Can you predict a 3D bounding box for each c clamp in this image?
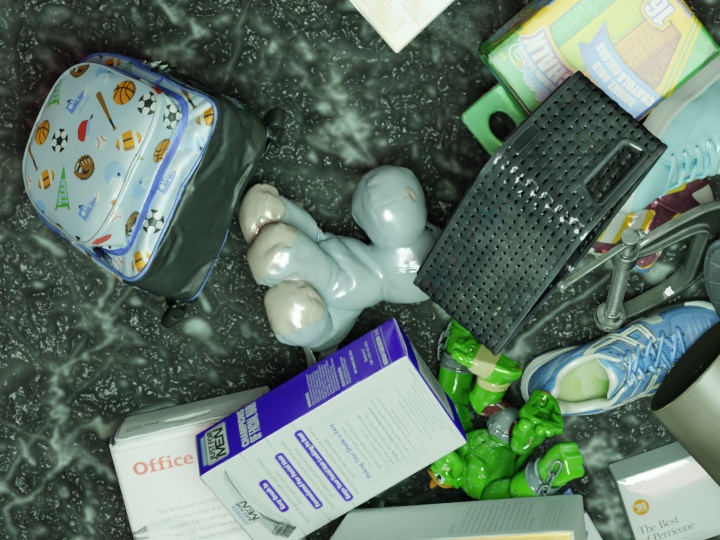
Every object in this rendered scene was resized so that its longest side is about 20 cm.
[{"bbox_3d":[0.235,0.000,1.379,0.170,0.200,0.027,-31,67,-5],"label":"c clamp"}]

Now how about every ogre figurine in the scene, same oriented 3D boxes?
[{"bbox_3d":[0.116,0.144,1.419,0.199,0.098,0.121,37,122,29],"label":"ogre figurine"}]

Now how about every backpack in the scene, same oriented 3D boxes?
[{"bbox_3d":[-0.190,-0.086,1.354,0.154,0.190,0.201,29,90,-45],"label":"backpack"}]

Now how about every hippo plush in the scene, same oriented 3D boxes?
[{"bbox_3d":[0.000,0.000,1.388,0.159,0.159,0.202,-21,100,4],"label":"hippo plush"}]

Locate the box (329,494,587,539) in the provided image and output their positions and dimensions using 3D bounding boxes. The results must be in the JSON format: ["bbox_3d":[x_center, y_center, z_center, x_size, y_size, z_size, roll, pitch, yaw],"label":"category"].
[{"bbox_3d":[0.083,0.258,1.318,0.198,0.097,0.126,-6,98,14],"label":"box"}]

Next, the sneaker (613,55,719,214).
[{"bbox_3d":[0.284,-0.107,1.361,0.082,0.074,0.200,32,59,23],"label":"sneaker"}]

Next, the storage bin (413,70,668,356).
[{"bbox_3d":[0.137,-0.042,1.284,0.094,0.200,0.135,41,56,9],"label":"storage bin"}]

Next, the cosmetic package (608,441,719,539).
[{"bbox_3d":[0.332,0.186,1.481,0.198,0.051,0.083,-20,99,3],"label":"cosmetic package"}]

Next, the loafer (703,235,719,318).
[{"bbox_3d":[0.353,0.031,1.422,0.063,0.071,0.201,-50,128,-27],"label":"loafer"}]

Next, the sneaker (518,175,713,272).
[{"bbox_3d":[0.212,-0.032,1.426,0.198,0.075,0.091,-20,95,4],"label":"sneaker"}]

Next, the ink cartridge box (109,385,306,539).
[{"bbox_3d":[-0.128,0.219,1.466,0.144,0.085,0.202,-13,102,2],"label":"ink cartridge box"}]

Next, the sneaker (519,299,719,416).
[{"bbox_3d":[0.240,0.086,1.447,0.198,0.077,0.076,-23,99,1],"label":"sneaker"}]

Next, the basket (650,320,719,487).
[{"bbox_3d":[0.352,0.142,1.374,0.200,0.180,0.136,43,123,-1],"label":"basket"}]

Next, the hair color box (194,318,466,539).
[{"bbox_3d":[-0.025,0.139,1.358,0.199,0.065,0.110,-31,122,6],"label":"hair color box"}]

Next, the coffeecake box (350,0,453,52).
[{"bbox_3d":[0.077,-0.275,1.339,0.200,0.154,0.073,-42,99,7],"label":"coffeecake box"}]

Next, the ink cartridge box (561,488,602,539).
[{"bbox_3d":[0.171,0.285,1.449,0.119,0.042,0.201,-40,128,-11],"label":"ink cartridge box"}]

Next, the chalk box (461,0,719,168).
[{"bbox_3d":[0.178,-0.169,1.375,0.200,0.124,0.125,-41,98,7],"label":"chalk box"}]

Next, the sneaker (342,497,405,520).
[{"bbox_3d":[0.051,0.292,1.486,0.090,0.078,0.200,-43,97,12],"label":"sneaker"}]
